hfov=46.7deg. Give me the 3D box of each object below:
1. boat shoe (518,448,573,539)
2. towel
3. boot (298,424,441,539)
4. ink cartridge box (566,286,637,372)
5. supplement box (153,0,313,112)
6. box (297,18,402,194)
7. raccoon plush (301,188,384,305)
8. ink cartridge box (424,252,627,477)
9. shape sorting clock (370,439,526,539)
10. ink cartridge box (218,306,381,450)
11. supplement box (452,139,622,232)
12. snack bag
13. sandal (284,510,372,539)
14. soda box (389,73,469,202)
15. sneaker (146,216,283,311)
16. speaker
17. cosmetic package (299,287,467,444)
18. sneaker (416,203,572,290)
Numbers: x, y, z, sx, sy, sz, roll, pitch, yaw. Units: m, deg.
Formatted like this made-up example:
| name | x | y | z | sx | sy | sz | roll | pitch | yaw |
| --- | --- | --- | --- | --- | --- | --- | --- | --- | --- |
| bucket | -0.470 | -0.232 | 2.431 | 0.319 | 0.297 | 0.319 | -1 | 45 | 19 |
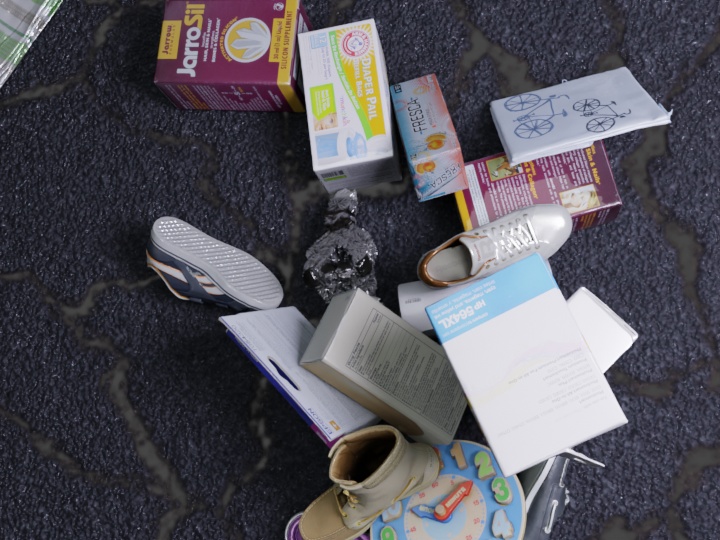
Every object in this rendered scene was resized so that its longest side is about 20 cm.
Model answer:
| name | x | y | z | sx | sy | sz | roll | pitch | yaw |
| --- | --- | --- | --- | --- | --- | --- | --- | --- | --- |
| boat shoe | 0.218 | 0.283 | 1.014 | 0.060 | 0.076 | 0.201 | 27 | 89 | -2 |
| towel | -0.574 | -0.391 | 1.308 | 0.149 | 0.031 | 0.201 | 31 | 85 | 13 |
| boot | -0.012 | 0.255 | 0.978 | 0.199 | 0.155 | 0.073 | -32 | 60 | 9 |
| ink cartridge box | 0.232 | 0.112 | 0.978 | 0.146 | 0.200 | 0.084 | -45 | 75 | -2 |
| supplement box | -0.176 | -0.305 | 1.185 | 0.198 | 0.103 | 0.132 | 2 | 79 | 10 |
| box | -0.013 | -0.223 | 1.141 | 0.111 | 0.101 | 0.202 | -10 | 77 | 7 |
| raccoon plush | 0.000 | 0.000 | 1.121 | 0.096 | 0.135 | 0.201 | -1 | 45 | 24 |
| ink cartridge box | 0.165 | 0.110 | 0.821 | 0.124 | 0.129 | 0.201 | -25 | 73 | 5 |
| shape sorting clock | 0.102 | 0.297 | 1.006 | 0.199 | 0.039 | 0.201 | -19 | 43 | 18 |
| ink cartridge box | -0.072 | 0.129 | 1.027 | 0.196 | 0.200 | 0.043 | 45 | 108 | 15 |
| supplement box | 0.223 | -0.098 | 1.084 | 0.198 | 0.086 | 0.111 | -16 | 76 | 6 |
| snack bag | 0.273 | -0.201 | 1.068 | 0.198 | 0.189 | 0.022 | -14 | 121 | 7 |
| sandal | -0.005 | 0.363 | 1.042 | 0.201 | 0.050 | 0.083 | 15 | 81 | 12 |
| soda box | 0.087 | -0.176 | 1.082 | 0.068 | 0.064 | 0.201 | -15 | 39 | 6 |
| sneaker | -0.202 | 0.007 | 1.141 | 0.199 | 0.079 | 0.080 | 32 | 128 | 1 |
| speaker | 0.151 | 0.039 | 1.070 | 0.198 | 0.081 | 0.082 | -11 | 77 | 6 |
| cosmetic package | 0.037 | 0.120 | 1.017 | 0.199 | 0.071 | 0.106 | 37 | 65 | -18 |
| sneaker | 0.164 | -0.023 | 0.997 | 0.199 | 0.085 | 0.073 | -24 | 88 | 5 |
